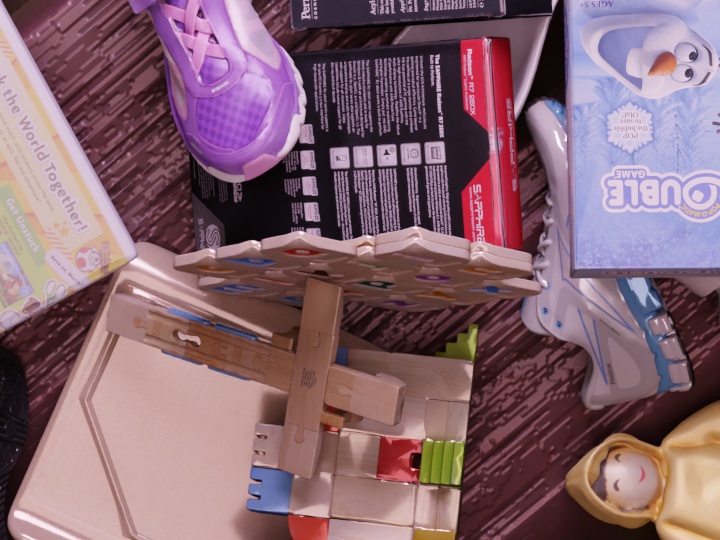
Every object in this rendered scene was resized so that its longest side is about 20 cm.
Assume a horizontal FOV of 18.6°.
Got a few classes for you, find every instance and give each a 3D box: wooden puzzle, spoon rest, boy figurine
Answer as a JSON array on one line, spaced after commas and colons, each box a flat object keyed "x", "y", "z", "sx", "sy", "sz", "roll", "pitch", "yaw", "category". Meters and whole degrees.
[{"x": -0.098, "y": 0.107, "z": 1.363, "sx": 0.184, "sy": 0.037, "sz": 0.201, "roll": 24, "pitch": 91, "yaw": -4, "category": "wooden puzzle"}, {"x": 0.091, "y": -0.146, "z": 1.314, "sx": 0.200, "sy": 0.061, "sz": 0.099, "roll": -42, "pitch": 62, "yaw": 1, "category": "spoon rest"}, {"x": 0.226, "y": 0.131, "z": 1.345, "sx": 0.199, "sy": 0.064, "sz": 0.125, "roll": 10, "pitch": 79, "yaw": 7, "category": "boy figurine"}]

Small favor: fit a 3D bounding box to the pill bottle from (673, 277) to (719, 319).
[{"x": 0.285, "y": 0.017, "z": 1.316, "sx": 0.199, "sy": 0.110, "sz": 0.110, "roll": 34, "pitch": 95, "yaw": -4, "category": "pill bottle"}]

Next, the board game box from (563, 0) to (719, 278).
[{"x": 0.216, "y": -0.097, "z": 1.250, "sx": 0.198, "sy": 0.043, "sz": 0.201, "roll": -1, "pitch": 84, "yaw": 0, "category": "board game box"}]

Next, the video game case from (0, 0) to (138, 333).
[{"x": -0.257, "y": -0.053, "z": 1.298, "sx": 0.181, "sy": 0.023, "sz": 0.201, "roll": -28, "pitch": 97, "yaw": 2, "category": "video game case"}]

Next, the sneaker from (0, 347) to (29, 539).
[{"x": -0.266, "y": 0.147, "z": 1.345, "sx": 0.104, "sy": 0.060, "sz": 0.201, "roll": -5, "pitch": 73, "yaw": 27, "category": "sneaker"}]

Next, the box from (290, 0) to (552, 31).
[{"x": 0.030, "y": -0.243, "z": 1.272, "sx": 0.140, "sy": 0.079, "sz": 0.202, "roll": 0, "pitch": 96, "yaw": 27, "category": "box"}]

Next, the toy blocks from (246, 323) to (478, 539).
[{"x": -0.007, "y": 0.124, "z": 1.311, "sx": 0.136, "sy": 0.100, "sz": 0.201, "roll": 6, "pitch": 82, "yaw": 4, "category": "toy blocks"}]

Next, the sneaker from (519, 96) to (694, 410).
[{"x": 0.129, "y": -0.005, "z": 1.333, "sx": 0.086, "sy": 0.075, "sz": 0.201, "roll": -22, "pitch": 96, "yaw": 8, "category": "sneaker"}]

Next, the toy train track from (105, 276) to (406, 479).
[{"x": -0.059, "y": 0.049, "z": 1.286, "sx": 0.199, "sy": 0.032, "sz": 0.115, "roll": 17, "pitch": 105, "yaw": 26, "category": "toy train track"}]

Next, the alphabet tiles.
[{"x": 0.000, "y": 0.000, "z": 1.267, "sx": 0.195, "sy": 0.199, "sz": 0.015, "roll": 10, "pitch": 77, "yaw": -40, "category": "alphabet tiles"}]

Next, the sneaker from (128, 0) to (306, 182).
[{"x": -0.094, "y": -0.145, "z": 1.263, "sx": 0.080, "sy": 0.088, "sz": 0.201, "roll": -23, "pitch": 63, "yaw": 13, "category": "sneaker"}]

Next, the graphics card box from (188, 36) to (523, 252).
[{"x": -0.005, "y": -0.068, "z": 1.296, "sx": 0.199, "sy": 0.051, "sz": 0.126, "roll": -3, "pitch": 95, "yaw": 23, "category": "graphics card box"}]
